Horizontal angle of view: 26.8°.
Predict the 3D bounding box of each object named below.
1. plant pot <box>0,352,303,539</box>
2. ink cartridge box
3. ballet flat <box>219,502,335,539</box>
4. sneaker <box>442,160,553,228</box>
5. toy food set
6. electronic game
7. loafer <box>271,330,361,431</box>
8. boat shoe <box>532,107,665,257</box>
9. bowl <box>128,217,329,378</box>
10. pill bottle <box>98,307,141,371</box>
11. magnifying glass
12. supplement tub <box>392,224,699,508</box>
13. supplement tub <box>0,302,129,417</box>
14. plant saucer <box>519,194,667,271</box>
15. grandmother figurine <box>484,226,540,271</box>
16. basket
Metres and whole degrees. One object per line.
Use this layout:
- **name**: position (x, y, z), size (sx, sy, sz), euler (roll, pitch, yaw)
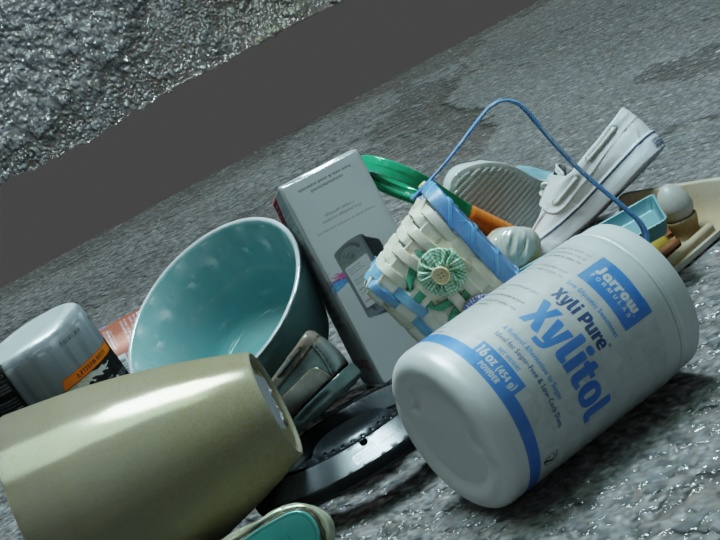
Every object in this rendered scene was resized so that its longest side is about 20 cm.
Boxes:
- **plant pot**: position (-0.154, 0.151, 1.190), size (0.199, 0.188, 0.187), euler (-28, 13, 4)
- **ink cartridge box**: position (0.000, 0.000, 1.399), size (0.085, 0.201, 0.148), euler (-29, 1, -7)
- **ballet flat**: position (-0.107, 0.234, 1.124), size (0.199, 0.068, 0.062), euler (-23, -14, 2)
- **sneaker**: position (0.152, -0.076, 1.569), size (0.199, 0.074, 0.082), euler (10, 6, -37)
- **toy food set**: position (0.235, -0.023, 1.394), size (0.200, 0.061, 0.143), euler (-35, 16, -33)
- **electronic game**: position (-0.002, 0.145, 1.256), size (0.199, 0.042, 0.200), euler (-31, 6, 3)
- **loafer**: position (-0.086, 0.129, 1.324), size (0.200, 0.063, 0.072), euler (-41, -2, 21)
- **boat shoe**: position (0.214, -0.078, 1.507), size (0.200, 0.065, 0.074), euler (-45, -9, 19)
- **bowl**: position (-0.108, 0.062, 1.405), size (0.200, 0.105, 0.201), euler (-24, 43, 24)
- **pill bottle**: position (-0.213, 0.085, 1.727), size (0.199, 0.113, 0.112), euler (-28, 14, -9)
- **magnifying glass**: position (0.084, -0.063, 1.459), size (0.080, 0.199, 0.023), euler (-3, 66, 69)
- **supplement tub**: position (0.134, 0.068, 1.100), size (0.200, 0.132, 0.132), euler (-34, 15, -24)
- **supplement tub**: position (-0.256, 0.141, 1.393), size (0.122, 0.200, 0.123), euler (-31, 14, 9)
- **plant saucer**: position (0.180, -0.002, 1.333), size (0.199, 0.019, 0.070), euler (-31, 18, 11)
- **grandmother figurine**: position (0.099, -0.015, 1.450), size (0.121, 0.061, 0.200), euler (-23, 9, -31)
- **basket**: position (0.115, -0.015, 1.239), size (0.200, 0.176, 0.139), euler (-48, 3, 1)
